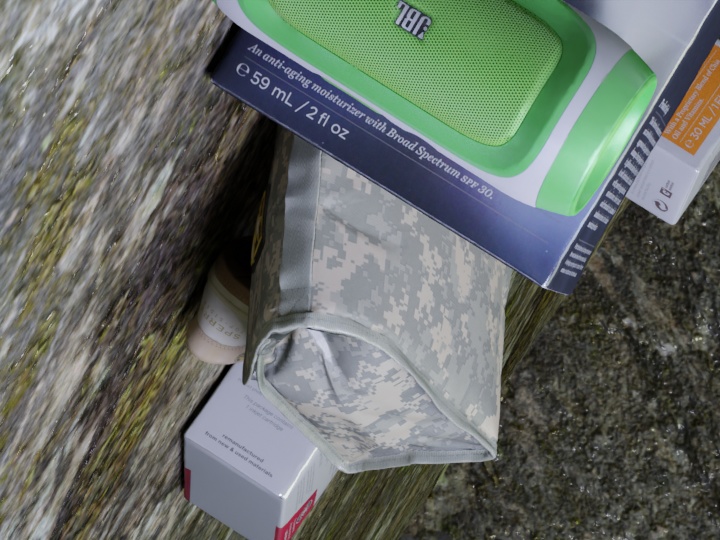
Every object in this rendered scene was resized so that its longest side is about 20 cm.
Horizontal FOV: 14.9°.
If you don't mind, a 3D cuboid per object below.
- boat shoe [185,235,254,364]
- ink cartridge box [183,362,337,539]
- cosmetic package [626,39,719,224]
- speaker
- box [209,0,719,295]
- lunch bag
[{"bbox_3d":[-0.045,0.014,1.650,0.065,0.072,0.200,-55,167,21],"label":"boat shoe"},{"bbox_3d":[-0.032,0.076,1.863,0.200,0.083,0.145,-55,170,-20],"label":"ink cartridge box"},{"bbox_3d":[0.151,-0.131,1.788,0.102,0.199,0.071,-53,169,-28],"label":"cosmetic package"},{"bbox_3d":[0.028,-0.107,1.211,0.089,0.199,0.089,-55,171,-14],"label":"speaker"},{"bbox_3d":[0.065,-0.124,1.360,0.199,0.199,0.123,-59,171,3],"label":"box"},{"bbox_3d":[0.000,0.000,1.522,0.200,0.117,0.165,47,43,-52],"label":"lunch bag"}]
